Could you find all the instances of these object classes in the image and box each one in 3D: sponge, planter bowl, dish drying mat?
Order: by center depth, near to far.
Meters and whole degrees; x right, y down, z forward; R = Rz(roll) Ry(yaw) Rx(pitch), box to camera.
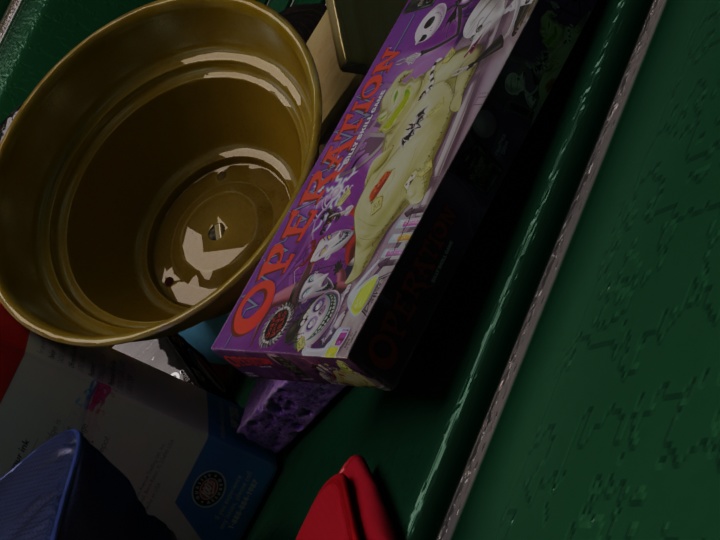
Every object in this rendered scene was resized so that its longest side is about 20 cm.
[{"bbox_3d":[-0.009,0.125,0.602,0.077,0.018,0.200,-64,11,8],"label":"dish drying mat"},{"bbox_3d":[0.000,0.000,0.818,0.200,0.030,0.112,-48,20,54],"label":"sponge"},{"bbox_3d":[-0.091,-0.036,0.901,0.199,0.083,0.202,-14,57,22],"label":"planter bowl"}]

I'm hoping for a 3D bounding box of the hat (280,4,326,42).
[{"bbox_3d":[-0.083,-0.092,1.202,0.199,0.081,0.201,-25,34,18],"label":"hat"}]

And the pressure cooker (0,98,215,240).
[{"bbox_3d":[-0.172,-0.039,1.322,0.178,0.201,0.176,-31,-12,-27],"label":"pressure cooker"}]

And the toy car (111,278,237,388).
[{"bbox_3d":[-0.190,0.047,1.082,0.200,0.177,0.184,-38,3,-36],"label":"toy car"}]

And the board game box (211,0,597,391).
[{"bbox_3d":[0.020,-0.046,0.711,0.201,0.032,0.120,-62,21,-17],"label":"board game box"}]

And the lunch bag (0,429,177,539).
[{"bbox_3d":[-0.133,0.177,0.765,0.136,0.133,0.200,-37,18,12],"label":"lunch bag"}]

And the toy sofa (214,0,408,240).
[{"bbox_3d":[-0.009,-0.087,0.977,0.200,0.097,0.083,129,139,-50],"label":"toy sofa"}]

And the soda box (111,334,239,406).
[{"bbox_3d":[-0.160,0.122,0.981,0.200,0.063,0.071,-42,51,1],"label":"soda box"}]

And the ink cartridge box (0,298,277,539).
[{"bbox_3d":[-0.155,0.095,0.881,0.117,0.199,0.067,-61,13,12],"label":"ink cartridge box"}]
